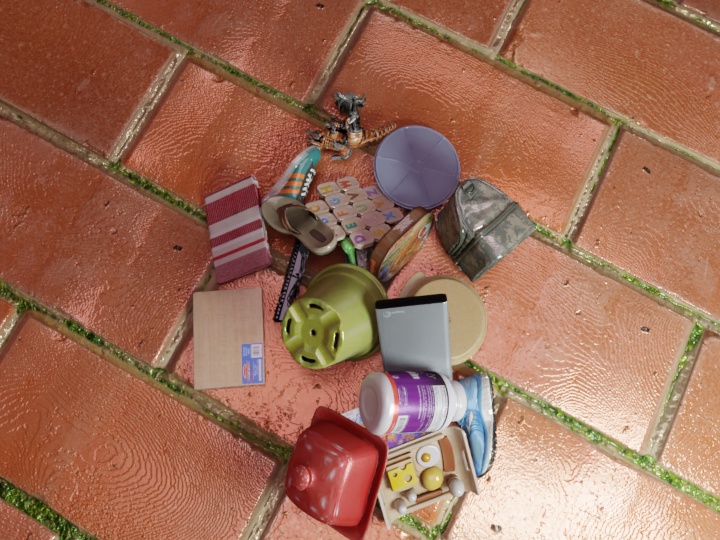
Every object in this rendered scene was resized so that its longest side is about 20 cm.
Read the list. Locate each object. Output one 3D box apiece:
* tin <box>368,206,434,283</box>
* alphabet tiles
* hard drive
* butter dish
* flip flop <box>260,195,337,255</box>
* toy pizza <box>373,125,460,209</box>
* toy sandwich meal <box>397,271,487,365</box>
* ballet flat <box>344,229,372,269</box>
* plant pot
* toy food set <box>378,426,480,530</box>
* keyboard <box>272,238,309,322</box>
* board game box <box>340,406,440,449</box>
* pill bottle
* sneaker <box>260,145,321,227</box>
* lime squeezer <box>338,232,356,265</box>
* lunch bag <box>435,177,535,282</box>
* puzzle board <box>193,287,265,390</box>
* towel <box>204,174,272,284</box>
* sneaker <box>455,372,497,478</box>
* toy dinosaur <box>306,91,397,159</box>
[{"bbox_3d":[0.085,-0.057,1.394,0.042,0.113,0.199,36,54,17],"label":"tin"},{"bbox_3d":[-0.013,-0.127,1.426,0.192,0.015,0.202,-17,53,-23],"label":"alphabet tiles"},{"bbox_3d":[0.106,0.139,1.304,0.136,0.204,0.033,-6,33,4],"label":"hard drive"},{"bbox_3d":[-0.071,0.378,1.239,0.196,0.146,0.205,19,93,37],"label":"butter dish"},{"bbox_3d":[-0.127,-0.101,1.360,0.081,0.058,0.199,-44,58,-14],"label":"flip flop"},{"bbox_3d":[0.125,-0.227,1.494,0.194,0.032,0.206,1,74,-3],"label":"toy pizza"},{"bbox_3d":[0.165,0.103,1.400,0.199,0.070,0.211,1,77,-5],"label":"toy sandwich meal"},{"bbox_3d":[0.000,0.000,1.424,0.070,0.072,0.206,1,78,-1],"label":"ballet flat"},{"bbox_3d":[-0.059,0.101,1.295,0.195,0.184,0.206,4,101,20],"label":"plant pot"},{"bbox_3d":[0.125,0.404,1.296,0.195,0.060,0.147,-19,104,-6],"label":"toy food set"},{"bbox_3d":[-0.140,0.008,1.388,0.020,0.127,0.205,19,76,-20],"label":"keyboard"},{"bbox_3d":[0.050,0.330,1.351,0.195,0.045,0.137,-20,77,-6],"label":"board game box"},{"bbox_3d":[0.101,0.249,1.271,0.195,0.112,0.116,4,74,-29],"label":"pill bottle"},{"bbox_3d":[-0.140,-0.176,1.463,0.079,0.071,0.201,37,87,8],"label":"sneaker"},{"bbox_3d":[-0.047,-0.049,1.410,0.037,0.072,0.199,-16,46,-43],"label":"lime squeezer"},{"bbox_3d":[0.240,-0.090,1.381,0.138,0.200,0.169,-37,83,-12],"label":"lunch bag"},{"bbox_3d":[-0.277,0.142,1.408,0.146,0.017,0.206,-4,77,-3],"label":"puzzle board"},{"bbox_3d":[-0.265,-0.087,1.436,0.141,0.023,0.205,-18,75,22],"label":"towel"},{"bbox_3d":[0.229,0.313,1.356,0.088,0.078,0.206,-6,72,17],"label":"sneaker"},{"bbox_3d":[-0.024,-0.319,1.501,0.195,0.102,0.140,-5,91,-21],"label":"toy dinosaur"}]
